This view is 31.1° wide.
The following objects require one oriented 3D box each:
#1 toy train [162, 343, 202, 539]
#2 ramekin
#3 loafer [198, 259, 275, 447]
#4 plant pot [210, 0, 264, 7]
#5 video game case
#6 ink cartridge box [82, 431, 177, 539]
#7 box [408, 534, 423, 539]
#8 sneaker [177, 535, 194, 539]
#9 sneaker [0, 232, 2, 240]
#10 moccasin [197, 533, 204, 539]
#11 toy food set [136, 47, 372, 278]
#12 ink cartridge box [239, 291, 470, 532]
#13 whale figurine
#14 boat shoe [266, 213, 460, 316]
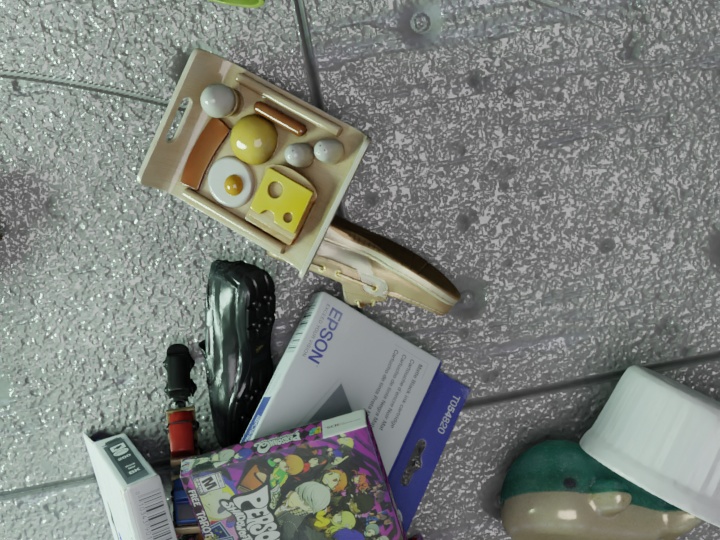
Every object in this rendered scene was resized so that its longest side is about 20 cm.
[{"bbox_3d":[-0.171,0.164,1.256,0.034,0.046,0.202,-5,64,-7],"label":"toy train"},{"bbox_3d":[0.323,0.172,1.260,0.199,0.200,0.098,25,93,-8],"label":"ramekin"},{"bbox_3d":[-0.126,0.084,1.290,0.070,0.068,0.202,20,117,32],"label":"loafer"},{"bbox_3d":[-0.149,-0.357,1.125,0.199,0.200,0.195,18,90,-6],"label":"plant pot"},{"bbox_3d":[-0.053,0.243,1.208,0.180,0.036,0.202,-15,112,4],"label":"video game case"},{"bbox_3d":[-0.212,0.267,1.268,0.043,0.200,0.200,-18,106,-20],"label":"ink cartridge box"},{"bbox_3d":[-0.011,0.359,1.318,0.199,0.137,0.039,-30,104,5],"label":"box"},{"bbox_3d":[-0.097,0.280,1.328,0.198,0.075,0.081,-18,104,2],"label":"sneaker"},{"bbox_3d":[-0.426,0.018,1.253,0.075,0.070,0.201,35,100,-11],"label":"sneaker"},{"bbox_3d":[-0.085,0.203,1.295,0.200,0.074,0.078,-20,120,-8],"label":"moccasin"},{"bbox_3d":[-0.102,-0.101,1.213,0.199,0.060,0.144,30,102,18],"label":"toy food set"},{"bbox_3d":[-0.002,0.155,1.269,0.199,0.041,0.201,30,74,-16],"label":"ink cartridge box"},{"bbox_3d":[0.240,0.227,1.308,0.198,0.159,0.105,3,66,-4],"label":"whale figurine"},{"bbox_3d":[0.000,0.000,1.269,0.199,0.074,0.070,27,104,1],"label":"boat shoe"}]
